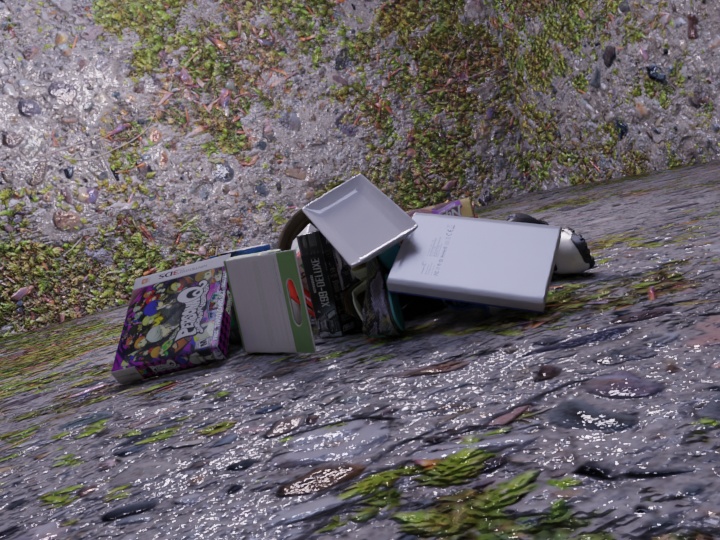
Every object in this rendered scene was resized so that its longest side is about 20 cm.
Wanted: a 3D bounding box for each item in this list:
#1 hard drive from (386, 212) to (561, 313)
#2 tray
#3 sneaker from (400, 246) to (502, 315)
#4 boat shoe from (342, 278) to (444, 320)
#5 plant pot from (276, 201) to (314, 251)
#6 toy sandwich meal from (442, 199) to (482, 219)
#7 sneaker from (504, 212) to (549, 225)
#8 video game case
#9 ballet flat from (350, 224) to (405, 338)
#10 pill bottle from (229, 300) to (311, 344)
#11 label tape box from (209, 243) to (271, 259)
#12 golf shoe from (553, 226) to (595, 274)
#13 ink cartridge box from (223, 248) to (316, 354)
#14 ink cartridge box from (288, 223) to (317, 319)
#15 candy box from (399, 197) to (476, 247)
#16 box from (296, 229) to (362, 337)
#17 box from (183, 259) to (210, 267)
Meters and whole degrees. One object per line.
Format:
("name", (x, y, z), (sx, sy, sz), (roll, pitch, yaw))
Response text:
("hard drive", (0.147, -0.014, 0.969), (0.198, 0.025, 0.133), (7, 50, 22))
("tray", (-0.003, -0.069, 1.055), (0.107, 0.022, 0.200), (-30, 35, -8))
("sneaker", (0.125, 0.003, 1.025), (0.199, 0.074, 0.082), (18, 54, 39))
("boat shoe", (0.068, 0.037, 1.128), (0.198, 0.076, 0.074), (-9, -4, -21))
("plant pot", (-0.033, -0.018, 1.420), (0.198, 0.202, 0.173), (-12, -11, 20))
("toy sandwich meal", (0.139, -0.091, 1.478), (0.203, 0.071, 0.205), (-16, 12, 4))
("sneaker", (0.254, -0.062, 1.386), (0.198, 0.074, 0.112), (3, 26, -4))
("video game case", (-0.288, 0.073, 1.183), (0.180, 0.036, 0.201), (-14, 44, 13))
("ballet flat", (0.019, 0.008, 1.041), (0.071, 0.072, 0.202), (-12, 50, 12))
("pill bottle", (-0.191, 0.060, 1.264), (0.198, 0.114, 0.113), (-14, 5, 7))
("label tape box", (-0.234, 0.026, 1.550), (0.063, 0.146, 0.199), (-16, 6, -29))
("golf shoe", (0.276, -0.013, 1.146), (0.094, 0.078, 0.200), (-33, 9, -15))
("ink cartridge box", (-0.117, 0.044, 1.071), (0.048, 0.147, 0.199), (-15, 5, -40))
("ink cartridge box", (-0.065, 0.007, 1.216), (0.050, 0.109, 0.200), (-45, 16, 17))
("candy box", (0.135, -0.032, 1.177), (0.116, 0.057, 0.200), (-12, -27, 11))
("box", (0.000, 0.000, 1.167), (0.049, 0.159, 0.199), (-8, 8, 41))
("box", (-0.321, 0.058, 1.464), (0.037, 0.138, 0.200), (6, 8, 6))
